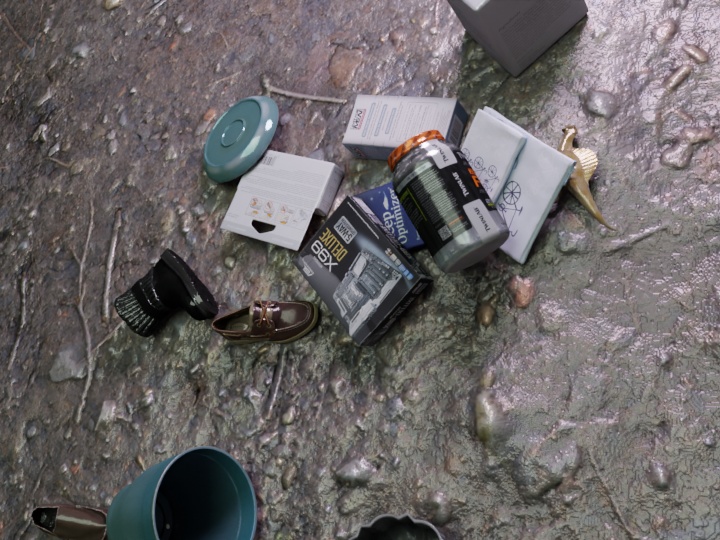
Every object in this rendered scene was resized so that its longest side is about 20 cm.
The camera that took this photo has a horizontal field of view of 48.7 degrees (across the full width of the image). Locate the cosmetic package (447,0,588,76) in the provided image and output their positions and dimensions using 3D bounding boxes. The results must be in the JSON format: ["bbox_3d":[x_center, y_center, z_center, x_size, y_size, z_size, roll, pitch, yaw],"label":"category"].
[{"bbox_3d":[0.237,-0.464,1.296,0.165,0.200,0.165,-41,58,10],"label":"cosmetic package"}]

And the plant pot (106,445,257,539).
[{"bbox_3d":[-0.303,0.400,1.286,0.188,0.200,0.200,-22,61,38],"label":"plant pot"}]

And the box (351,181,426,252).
[{"bbox_3d":[0.054,-0.085,1.335,0.200,0.032,0.121,-18,77,28],"label":"box"}]

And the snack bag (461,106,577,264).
[{"bbox_3d":[0.219,-0.130,1.237,0.200,0.021,0.189,42,121,36],"label":"snack bag"}]

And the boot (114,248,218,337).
[{"bbox_3d":[-0.367,0.069,1.501,0.158,0.079,0.211,-46,46,-1],"label":"boot"}]

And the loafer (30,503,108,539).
[{"bbox_3d":[-0.524,0.464,1.445,0.200,0.071,0.073,-5,69,28],"label":"loafer"}]

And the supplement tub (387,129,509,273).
[{"bbox_3d":[0.129,-0.107,1.216,0.122,0.122,0.200,-33,77,15],"label":"supplement tub"}]

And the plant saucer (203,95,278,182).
[{"bbox_3d":[-0.244,-0.266,1.565,0.200,0.027,0.200,-23,50,31],"label":"plant saucer"}]

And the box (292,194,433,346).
[{"bbox_3d":[0.000,0.000,1.311,0.158,0.050,0.200,-48,64,18],"label":"box"}]

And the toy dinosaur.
[{"bbox_3d":[0.317,-0.143,1.215,0.101,0.058,0.200,-21,63,20],"label":"toy dinosaur"}]

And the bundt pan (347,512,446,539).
[{"bbox_3d":[0.065,0.447,1.119,0.202,0.076,0.202,-10,67,26],"label":"bundt pan"}]

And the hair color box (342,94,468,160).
[{"bbox_3d":[0.076,-0.246,1.387,0.200,0.061,0.099,10,76,31],"label":"hair color box"}]

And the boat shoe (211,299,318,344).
[{"bbox_3d":[-0.171,0.087,1.391,0.200,0.072,0.072,-8,68,27],"label":"boat shoe"}]

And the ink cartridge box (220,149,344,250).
[{"bbox_3d":[-0.147,-0.130,1.478,0.200,0.044,0.174,16,81,33],"label":"ink cartridge box"}]
